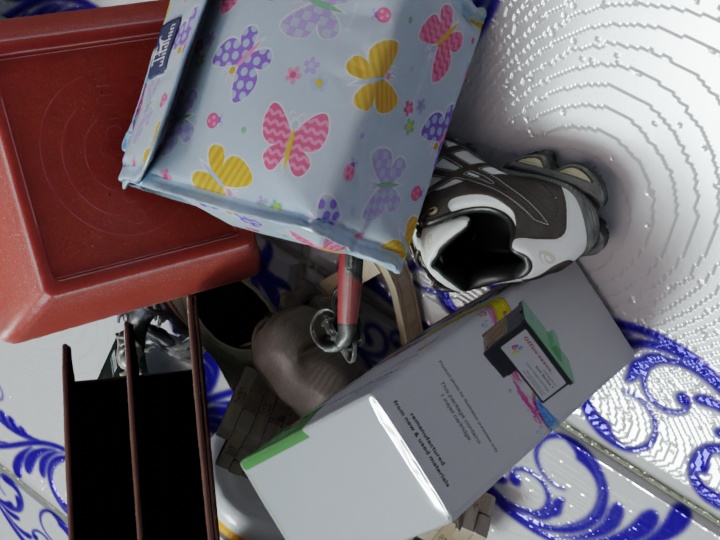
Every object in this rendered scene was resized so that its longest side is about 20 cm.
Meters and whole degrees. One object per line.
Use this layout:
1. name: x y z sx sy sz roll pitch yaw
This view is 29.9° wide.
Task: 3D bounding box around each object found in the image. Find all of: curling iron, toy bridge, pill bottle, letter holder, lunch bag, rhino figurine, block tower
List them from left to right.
1. letter holder: -0.144 0.133 0.884 0.142 0.100 0.201 100 163 -60
2. pill bottle: -0.095 0.215 1.090 0.116 0.116 0.201 41 136 14
3. lunch bag: -0.053 -0.108 0.790 0.199 0.127 0.171 19 88 36
4. curling iron: -0.010 -0.043 0.840 0.049 0.025 0.202 -4 82 62
5. block tower: -0.006 0.140 0.953 0.199 0.054 0.058 25 138 -5
6. toy bridge: 0.000 0.000 0.930 0.067 0.027 0.201 -30 95 48
7. rhino figurine: 0.002 0.098 0.908 0.200 0.087 0.060 51 138 2

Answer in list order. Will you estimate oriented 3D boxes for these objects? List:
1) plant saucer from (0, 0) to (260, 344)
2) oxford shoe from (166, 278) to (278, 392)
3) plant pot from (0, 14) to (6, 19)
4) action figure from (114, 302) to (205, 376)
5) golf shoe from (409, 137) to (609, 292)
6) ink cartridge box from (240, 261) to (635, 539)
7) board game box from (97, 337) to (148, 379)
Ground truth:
1. plant saucer: -0.160 -0.074 0.868 0.037 0.199 0.201 -14 92 53
2. oxford shoe: -0.069 0.064 0.970 0.200 0.071 0.075 44 173 -14
3. plant pot: -0.295 -0.099 1.020 0.160 0.201 0.201 27 133 10
4. action figure: -0.149 0.058 1.049 0.119 0.101 0.201 17 89 66
5. golf shoe: 0.049 -0.034 0.816 0.199 0.094 0.078 4 120 42
6. ink cartridge box: 0.049 0.083 0.813 0.145 0.200 0.084 -33 89 48
7. board game box: -0.197 0.176 1.141 0.135 0.028 0.201 126 137 -52
